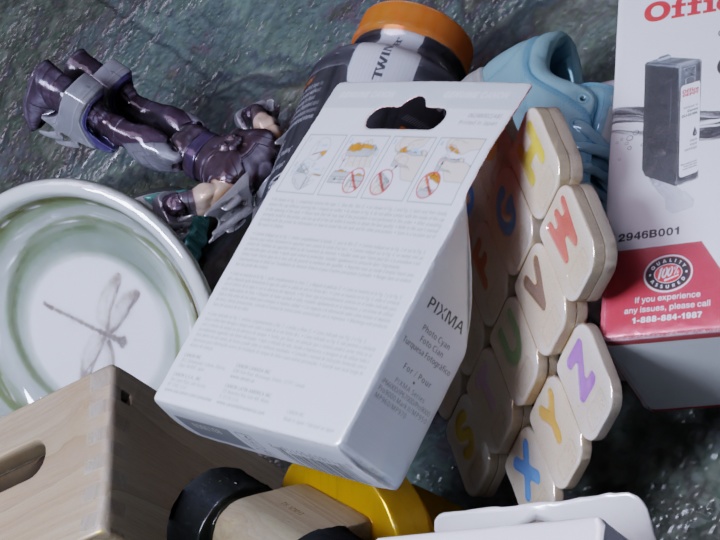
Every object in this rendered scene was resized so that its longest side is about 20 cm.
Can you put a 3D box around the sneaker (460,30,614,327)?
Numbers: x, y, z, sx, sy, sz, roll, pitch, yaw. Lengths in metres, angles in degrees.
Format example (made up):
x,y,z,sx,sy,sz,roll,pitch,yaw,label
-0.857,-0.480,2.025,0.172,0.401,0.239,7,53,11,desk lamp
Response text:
x,y,z,sx,sy,sz,roll,pitch,yaw,label
0.110,-0.059,0.989,0.082,0.074,0.200,-38,45,18,sneaker

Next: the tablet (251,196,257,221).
x,y,z,sx,sy,sz,roll,pitch,yaw,label
-0.024,-0.003,1.153,0.130,0.014,0.201,-17,52,34,tablet

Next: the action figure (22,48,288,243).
x,y,z,sx,sy,sz,roll,pitch,yaw,label
-0.112,-0.078,1.195,0.199,0.070,0.130,27,42,19,action figure

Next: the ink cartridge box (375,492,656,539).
x,y,z,sx,sy,sz,roll,pitch,yaw,label
0.077,0.204,0.828,0.128,0.125,0.201,-10,56,38,ink cartridge box

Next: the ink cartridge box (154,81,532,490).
x,y,z,sx,sy,sz,roll,pitch,yaw,label
0.000,0.000,0.930,0.160,0.047,0.201,7,63,53,ink cartridge box

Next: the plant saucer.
x,y,z,sx,sy,sz,roll,pitch,yaw,label
-0.168,0.038,1.174,0.199,0.050,0.201,5,104,20,plant saucer

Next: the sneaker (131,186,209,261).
x,y,z,sx,sy,sz,roll,pitch,yaw,label
-0.188,0.003,1.258,0.200,0.078,0.091,-36,28,7,sneaker

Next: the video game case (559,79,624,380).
x,y,z,sx,sy,sz,roll,pitch,yaw,label
0.135,-0.025,1.013,0.199,0.023,0.183,-10,56,38,video game case

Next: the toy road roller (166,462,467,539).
x,y,z,sx,sy,sz,roll,pitch,yaw,label
-0.004,0.186,0.944,0.123,0.145,0.201,21,114,49,toy road roller

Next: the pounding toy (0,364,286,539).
x,y,z,sx,sy,sz,roll,pitch,yaw,label
-0.169,0.138,1.056,0.199,0.184,0.143,-25,48,28,pounding toy

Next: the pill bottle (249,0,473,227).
x,y,z,sx,sy,sz,roll,pitch,yaw,label
0.004,-0.056,1.081,0.106,0.106,0.201,-4,56,41,pill bottle

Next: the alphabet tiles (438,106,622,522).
x,y,z,sx,sy,sz,roll,pitch,yaw,label
0.073,0.020,0.925,0.200,0.015,0.196,111,150,-47,alphabet tiles

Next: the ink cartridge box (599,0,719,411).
x,y,z,sx,sy,sz,roll,pitch,yaw,label
0.197,-0.045,0.899,0.144,0.084,0.201,-6,59,24,ink cartridge box
